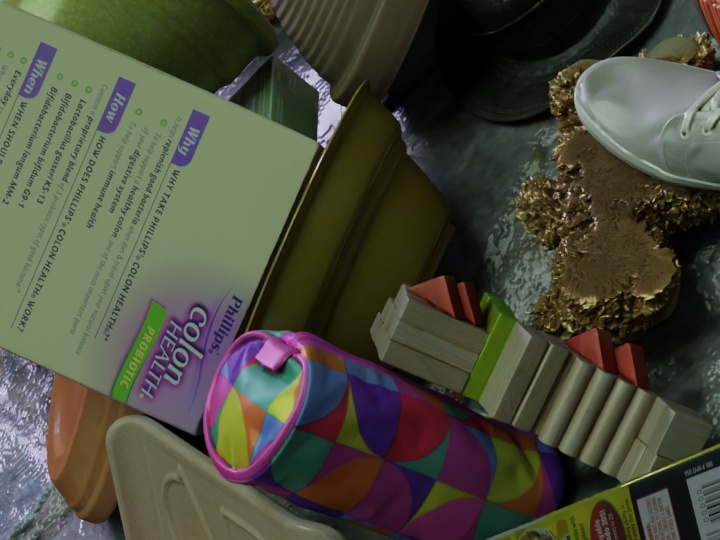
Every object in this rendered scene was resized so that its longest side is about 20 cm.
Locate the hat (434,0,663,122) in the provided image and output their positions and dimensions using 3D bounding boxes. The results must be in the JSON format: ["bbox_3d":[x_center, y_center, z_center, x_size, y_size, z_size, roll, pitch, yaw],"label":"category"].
[{"bbox_3d":[0.096,-0.195,1.267,0.200,0.081,0.202,-28,47,34],"label":"hat"}]

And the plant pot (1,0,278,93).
[{"bbox_3d":[-0.183,-0.122,1.332,0.200,0.200,0.185,24,79,51],"label":"plant pot"}]

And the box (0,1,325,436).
[{"bbox_3d":[-0.142,-0.029,1.198,0.097,0.199,0.177,19,-85,-86],"label":"box"}]

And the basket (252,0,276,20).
[{"bbox_3d":[-0.099,-0.267,1.474,0.199,0.142,0.150,-27,47,33],"label":"basket"}]

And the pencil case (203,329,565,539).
[{"bbox_3d":[0.016,0.091,1.077,0.088,0.199,0.089,-25,56,42],"label":"pencil case"}]

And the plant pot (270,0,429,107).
[{"bbox_3d":[-0.004,-0.205,1.300,0.201,0.092,0.202,-162,90,-81],"label":"plant pot"}]

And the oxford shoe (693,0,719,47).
[{"bbox_3d":[0.251,-0.117,1.073,0.073,0.071,0.200,-44,44,-11],"label":"oxford shoe"}]

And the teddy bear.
[{"bbox_3d":[0.146,-0.043,1.133,0.144,0.067,0.201,-22,47,13],"label":"teddy bear"}]

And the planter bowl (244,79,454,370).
[{"bbox_3d":[0.000,0.000,1.206,0.200,0.083,0.201,24,-90,-87],"label":"planter bowl"}]

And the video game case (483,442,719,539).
[{"bbox_3d":[0.139,0.196,0.969,0.180,0.025,0.201,-27,62,32],"label":"video game case"}]

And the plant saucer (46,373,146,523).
[{"bbox_3d":[-0.165,0.058,1.338,0.200,0.037,0.202,-168,90,-74],"label":"plant saucer"}]

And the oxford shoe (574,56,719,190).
[{"bbox_3d":[0.193,-0.071,1.053,0.199,0.058,0.075,28,65,33],"label":"oxford shoe"}]

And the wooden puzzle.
[{"bbox_3d":[-0.053,0.181,1.138,0.046,0.186,0.199,-25,28,-32],"label":"wooden puzzle"}]

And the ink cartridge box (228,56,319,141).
[{"bbox_3d":[-0.104,-0.025,1.353,0.200,0.048,0.146,-43,25,25],"label":"ink cartridge box"}]

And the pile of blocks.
[{"bbox_3d":[0.101,0.050,1.061,0.199,0.082,0.062,28,100,12],"label":"pile of blocks"}]
